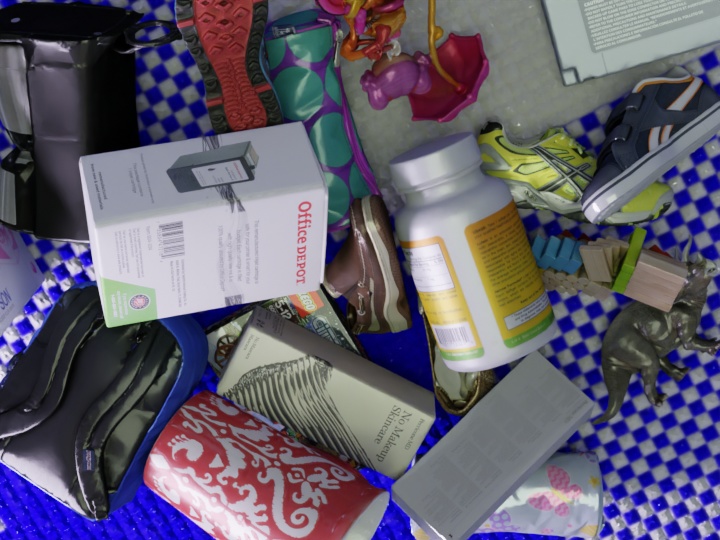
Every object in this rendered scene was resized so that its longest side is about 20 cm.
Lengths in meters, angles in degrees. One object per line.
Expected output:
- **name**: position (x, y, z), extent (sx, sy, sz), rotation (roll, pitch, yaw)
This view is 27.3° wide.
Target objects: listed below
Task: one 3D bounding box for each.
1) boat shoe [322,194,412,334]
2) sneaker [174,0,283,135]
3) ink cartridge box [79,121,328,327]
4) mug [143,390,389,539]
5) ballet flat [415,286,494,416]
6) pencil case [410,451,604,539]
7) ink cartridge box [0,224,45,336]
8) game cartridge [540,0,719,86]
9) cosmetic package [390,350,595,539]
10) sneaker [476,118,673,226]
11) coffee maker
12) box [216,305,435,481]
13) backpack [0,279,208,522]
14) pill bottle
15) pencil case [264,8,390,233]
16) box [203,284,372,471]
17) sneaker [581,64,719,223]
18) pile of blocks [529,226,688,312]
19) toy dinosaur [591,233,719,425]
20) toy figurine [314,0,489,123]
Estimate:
- **boat shoe**: position (0.001, 0.005, 1.382), extent (0.075, 0.075, 0.202), rotation (-12, 145, 2)
- **sneaker**: position (-0.120, -0.203, 1.298), extent (0.079, 0.096, 0.200), rotation (-10, 120, -8)
- **ink cartridge box**: position (-0.136, -0.039, 1.303), extent (0.200, 0.084, 0.146), rotation (-10, 143, -12)
- **mug**: position (-0.088, 0.214, 1.401), extent (0.200, 0.178, 0.134), rotation (31, 84, 14)
- **ballet flat**: position (0.089, 0.050, 1.441), extent (0.070, 0.065, 0.200), rotation (-8, 105, 28)
- **pencil case**: position (0.144, 0.226, 1.483), extent (0.200, 0.083, 0.091), rotation (-2, 92, 1)
- **ink cartridge box**: position (-0.372, -0.044, 1.365), extent (0.043, 0.196, 0.200), rotation (-25, 104, 7)
- **game cartridge**: position (0.267, -0.261, 1.370), extent (0.200, 0.040, 0.134), rotation (-15, 108, 6)
- **cosmetic package**: position (0.128, 0.175, 1.431), extent (0.200, 0.051, 0.083), rotation (-41, 69, -15)
- **sneaker**: position (0.199, -0.092, 1.399), extent (0.200, 0.075, 0.077), rotation (9, 106, -2)
- **coffee maker**: position (-0.251, -0.130, 1.349), extent (0.192, 0.135, 0.200), rotation (18, 123, 33)
- **box**: position (-0.032, 0.118, 1.426), extent (0.200, 0.068, 0.082), rotation (26, 104, -5)
- **backpack**: position (-0.244, 0.103, 1.415), extent (0.162, 0.168, 0.200), rotation (30, 102, 4)
- **pill bottle**: position (0.097, -0.019, 1.350), extent (0.111, 0.111, 0.200), rotation (-19, 101, 7)
- **pencil case**: position (-0.039, -0.139, 1.387), extent (0.092, 0.085, 0.200), rotation (-8, 107, 24)
- **box**: position (-0.054, 0.116, 1.482), extent (0.136, 0.038, 0.200), rotation (-29, 103, 9)
- **sneaker**: position (0.253, -0.118, 1.355), extent (0.079, 0.200, 0.078), rotation (49, 146, 8)
- **pile of blocks**: position (0.215, -0.018, 1.396), extent (0.200, 0.062, 0.082), rotation (6, 143, 25)
- **toy dinosaur**: position (0.286, 0.065, 1.451), extent (0.102, 0.077, 0.200), rotation (44, 107, 3)
- **toy figurine**: position (0.041, -0.215, 1.334), extent (0.200, 0.150, 0.184), rotation (-23, 116, -18)
